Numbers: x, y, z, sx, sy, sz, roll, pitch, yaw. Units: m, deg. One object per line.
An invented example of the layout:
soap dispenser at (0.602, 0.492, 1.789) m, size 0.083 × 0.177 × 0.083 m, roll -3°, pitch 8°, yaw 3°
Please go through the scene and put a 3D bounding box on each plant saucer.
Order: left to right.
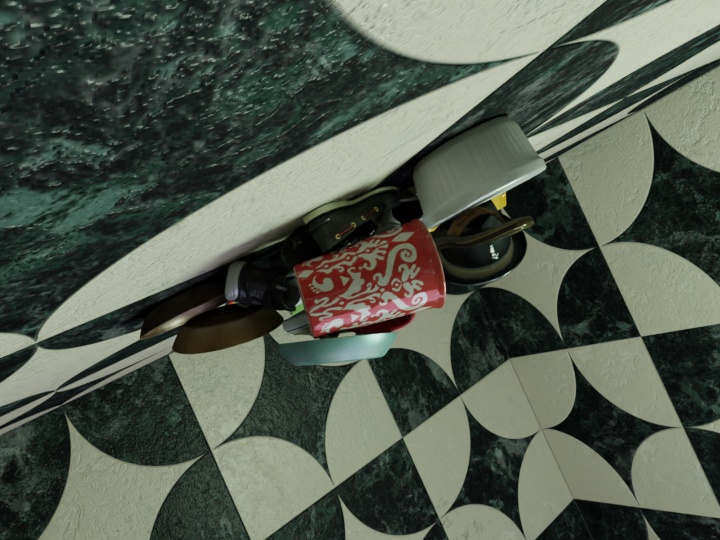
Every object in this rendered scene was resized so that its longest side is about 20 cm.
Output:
plant saucer at (-0.300, 0.062, 0.977) m, size 0.197 × 0.037 × 0.200 m, roll -27°, pitch 180°, yaw 0°
plant saucer at (-0.233, 0.092, 0.966) m, size 0.195 × 0.036 × 0.200 m, roll -11°, pitch -169°, yaw 2°
plant saucer at (-0.036, 0.125, 0.866) m, size 0.194 × 0.037 × 0.200 m, roll -6°, pitch 171°, yaw -1°

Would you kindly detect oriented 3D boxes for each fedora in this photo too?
fedora at (0.193, -0.069, 0.961) m, size 0.196 × 0.093 × 0.203 m, roll -14°, pitch -142°, yaw 11°

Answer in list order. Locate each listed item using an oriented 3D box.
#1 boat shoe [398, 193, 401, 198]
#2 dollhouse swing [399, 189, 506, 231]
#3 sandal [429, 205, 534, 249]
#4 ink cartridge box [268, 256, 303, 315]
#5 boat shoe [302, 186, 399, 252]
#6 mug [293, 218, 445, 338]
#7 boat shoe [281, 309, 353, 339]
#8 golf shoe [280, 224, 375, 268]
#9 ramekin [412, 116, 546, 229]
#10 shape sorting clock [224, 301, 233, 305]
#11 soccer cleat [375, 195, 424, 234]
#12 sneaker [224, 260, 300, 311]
boat shoe at (0.024, -0.086, 1.102) m, size 0.071 × 0.062 × 0.200 m, roll -25°, pitch 178°, yaw -34°
dollhouse swing at (0.163, -0.173, 1.117) m, size 0.196 × 0.177 × 0.184 m, roll -25°, pitch 137°, yaw -5°
sandal at (0.168, -0.068, 0.842) m, size 0.080 × 0.056 × 0.198 m, roll -18°, pitch -171°, yaw -34°
ink cartridge box at (-0.108, -0.019, 1.110) m, size 0.145 × 0.077 × 0.201 m, roll -26°, pitch -147°, yaw -5°
boat shoe at (-0.003, -0.080, 0.847) m, size 0.073 × 0.064 × 0.200 m, roll -31°, pitch 178°, yaw 43°
mug at (0.014, 0.038, 0.814) m, size 0.195 × 0.182 × 0.134 m, roll -16°, pitch -160°, yaw -9°
boat shoe at (-0.058, 0.089, 0.951) m, size 0.197 × 0.063 × 0.072 m, roll -19°, pitch -175°, yaw 39°
golf shoe at (-0.060, -0.040, 0.907) m, size 0.198 × 0.079 × 0.094 m, roll -24°, pitch 178°, yaw -41°
ramekin at (0.168, -0.148, 0.832) m, size 0.199 × 0.096 × 0.202 m, roll -27°, pitch 178°, yaw -1°
shape sorting clock at (-0.280, 0.058, 1.189) m, size 0.196 × 0.040 × 0.200 m, roll -27°, pitch 179°, yaw -1°
soccer cleat at (0.048, -0.088, 0.970) m, size 0.196 × 0.070 × 0.085 m, roll -17°, pitch 169°, yaw 22°
sneaker at (-0.151, 0.032, 0.921) m, size 0.111 × 0.078 × 0.200 m, roll 11°, pitch 176°, yaw 2°
